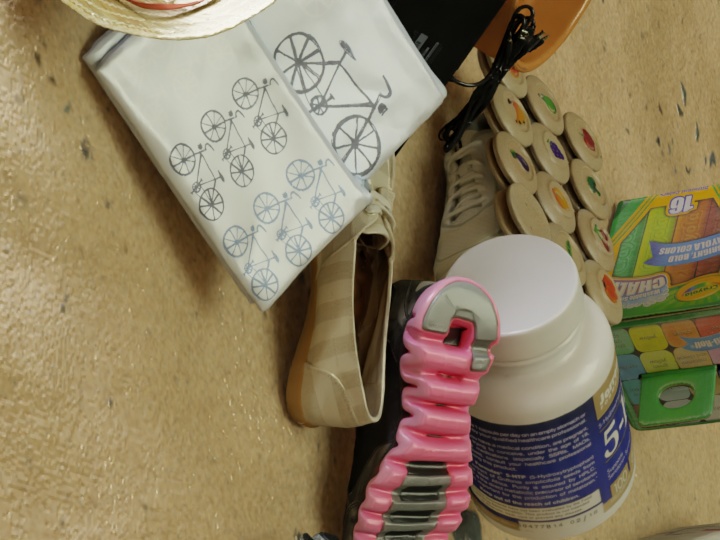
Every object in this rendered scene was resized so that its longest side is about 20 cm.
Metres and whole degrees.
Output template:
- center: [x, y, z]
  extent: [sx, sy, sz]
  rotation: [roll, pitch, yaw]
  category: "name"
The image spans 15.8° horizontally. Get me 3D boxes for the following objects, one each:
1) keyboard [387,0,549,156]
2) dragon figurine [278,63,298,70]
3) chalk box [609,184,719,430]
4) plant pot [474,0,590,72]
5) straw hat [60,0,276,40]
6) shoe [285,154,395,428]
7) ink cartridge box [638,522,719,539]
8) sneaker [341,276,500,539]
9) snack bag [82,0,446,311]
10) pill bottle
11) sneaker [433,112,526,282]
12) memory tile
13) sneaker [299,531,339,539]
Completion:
- center: [0.044, -0.129, 1.638]
  extent: [0.127, 0.200, 0.021]
  rotation: [24, 19, -40]
  category: "keyboard"
- center: [-0.065, -0.143, 1.552]
  extent: [0.200, 0.059, 0.100]
  rotation: [-47, 124, -59]
  category: "dragon figurine"
- center: [0.263, 0.043, 2.079]
  extent: [0.124, 0.124, 0.200]
  rotation: [63, 31, -34]
  category: "chalk box"
- center: [0.088, -0.251, 1.744]
  extent: [0.200, 0.140, 0.200]
  rotation: [-56, 162, -30]
  category: "plant pot"
- center: [-0.112, -0.203, 1.430]
  extent: [0.085, 0.201, 0.201]
  rotation: [115, -22, -69]
  category: "straw hat"
- center: [0.000, 0.000, 1.600]
  extent: [0.070, 0.053, 0.200]
  rotation: [14, 82, -53]
  category: "shoe"
- center: [0.277, 0.268, 2.105]
  extent: [0.200, 0.067, 0.117]
  rotation: [-2, 84, -62]
  category: "ink cartridge box"
- center: [0.024, 0.096, 1.643]
  extent: [0.079, 0.095, 0.200]
  rotation: [15, 91, -36]
  category: "sneaker"
- center: [-0.045, -0.109, 1.510]
  extent: [0.200, 0.021, 0.189]
  rotation: [-46, 117, -26]
  category: "snack bag"
- center: [0.115, 0.076, 1.735]
  extent: [0.200, 0.119, 0.120]
  rotation: [74, 24, -46]
  category: "pill bottle"
- center: [0.083, -0.049, 1.818]
  extent: [0.081, 0.075, 0.200]
  rotation: [63, 23, -19]
  category: "sneaker"
- center: [0.135, -0.065, 1.837]
  extent: [0.153, 0.017, 0.200]
  rotation: [41, 33, -37]
  category: "memory tile"
- center: [0.011, 0.218, 1.575]
  extent: [0.200, 0.074, 0.089]
  rotation: [21, 106, -45]
  category: "sneaker"
